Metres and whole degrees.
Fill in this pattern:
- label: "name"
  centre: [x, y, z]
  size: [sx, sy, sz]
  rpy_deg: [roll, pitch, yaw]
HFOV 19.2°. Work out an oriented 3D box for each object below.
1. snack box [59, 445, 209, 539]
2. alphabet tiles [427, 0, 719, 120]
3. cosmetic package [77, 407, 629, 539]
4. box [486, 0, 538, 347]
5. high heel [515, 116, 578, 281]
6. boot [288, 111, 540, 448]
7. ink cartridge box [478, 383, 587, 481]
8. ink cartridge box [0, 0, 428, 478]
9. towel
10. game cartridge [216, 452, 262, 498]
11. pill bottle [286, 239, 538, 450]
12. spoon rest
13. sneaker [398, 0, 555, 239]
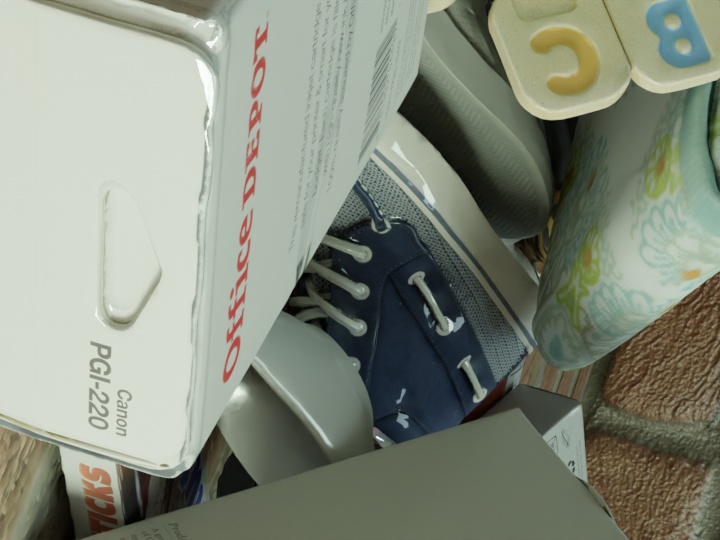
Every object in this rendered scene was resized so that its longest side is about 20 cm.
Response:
- label: "snack box"
  centre: [-0.079, 0.087, 0.783]
  size: [0.200, 0.024, 0.072]
  rpy_deg: [92, 16, -54]
- label: "alphabet tiles"
  centre: [0.079, -0.150, 0.732]
  size: [0.015, 0.199, 0.196]
  rpy_deg: [111, -38, -66]
- label: "cosmetic package"
  centre: [-0.006, 0.131, 0.729]
  size: [0.199, 0.108, 0.085]
  rpy_deg: [-12, 132, -25]
- label: "box"
  centre: [0.089, -0.069, 1.130]
  size: [0.200, 0.122, 0.106]
  rpy_deg: [95, 14, -45]
- label: "high heel"
  centre: [0.114, 0.010, 1.011]
  size: [0.200, 0.071, 0.143]
  rpy_deg: [73, 3, -46]
- label: "boot"
  centre: [0.000, 0.000, 0.821]
  size: [0.090, 0.073, 0.200]
  rpy_deg: [-52, 131, -10]
- label: "ink cartridge box"
  centre: [0.030, 0.139, 0.895]
  size: [0.200, 0.039, 0.100]
  rpy_deg: [-37, 131, -43]
- label: "ink cartridge box"
  centre: [-0.043, -0.066, 0.576]
  size: [0.200, 0.084, 0.146]
  rpy_deg: [-64, 166, -48]
- label: "towel"
  centre: [0.127, -0.075, 0.808]
  size: [0.171, 0.048, 0.201]
  rpy_deg: [123, -16, -66]
- label: "game cartridge"
  centre: [-0.036, 0.183, 0.835]
  size: [0.200, 0.040, 0.134]
  rpy_deg: [-89, 169, -53]
- label: "pill bottle"
  centre: [0.018, 0.041, 0.970]
  size: [0.112, 0.112, 0.201]
  rpy_deg: [-48, 153, -66]
- label: "spoon rest"
  centre: [-0.037, 0.019, 0.769]
  size: [0.060, 0.099, 0.201]
  rpy_deg: [-29, 133, -27]
- label: "sneaker"
  centre: [0.039, -0.108, 0.836]
  size: [0.200, 0.073, 0.116]
  rpy_deg: [56, 46, -47]
